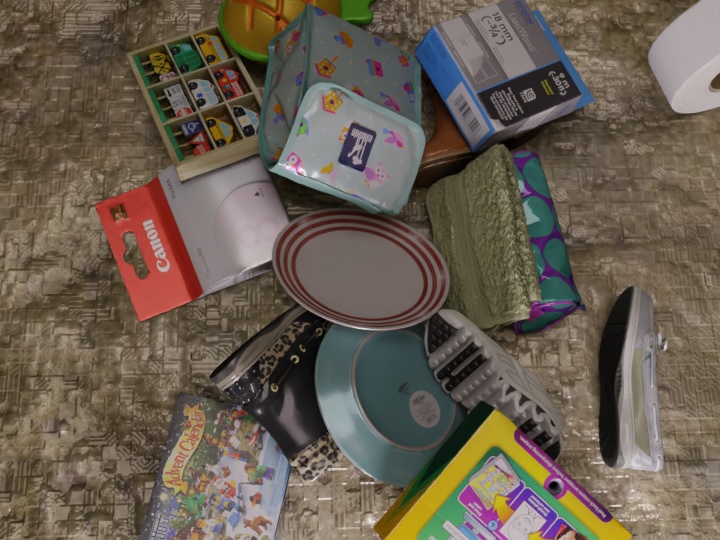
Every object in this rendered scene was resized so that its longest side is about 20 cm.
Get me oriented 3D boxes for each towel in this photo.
[{"bbox_3d":[0.132,-0.027,1.034,0.036,0.148,0.201,5,70,-31],"label":"towel"}]

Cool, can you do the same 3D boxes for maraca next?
[{"bbox_3d":[-0.076,-0.320,1.136,0.200,0.107,0.137,-25,71,-14],"label":"maraca"}]

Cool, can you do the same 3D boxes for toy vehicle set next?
[{"bbox_3d":[-0.189,-0.205,1.105,0.124,0.027,0.200,-22,59,-11],"label":"toy vehicle set"}]

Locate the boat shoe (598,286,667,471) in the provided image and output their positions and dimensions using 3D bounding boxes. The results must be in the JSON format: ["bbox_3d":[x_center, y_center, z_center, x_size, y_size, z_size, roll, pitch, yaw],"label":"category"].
[{"bbox_3d":[0.307,0.119,1.033,0.065,0.074,0.203,8,75,-7],"label":"boat shoe"}]

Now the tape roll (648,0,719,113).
[{"bbox_3d":[0.448,-0.269,1.098,0.202,0.203,0.071,-18,74,-9],"label":"tape roll"}]

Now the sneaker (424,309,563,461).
[{"bbox_3d":[0.147,0.119,1.008,0.200,0.075,0.081,49,35,-2],"label":"sneaker"}]

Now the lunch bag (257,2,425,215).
[{"bbox_3d":[-0.020,-0.170,1.041,0.170,0.122,0.201,19,58,-31],"label":"lunch bag"}]

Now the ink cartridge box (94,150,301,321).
[{"bbox_3d":[-0.189,-0.053,1.073,0.199,0.057,0.163,-21,74,-14],"label":"ink cartridge box"}]

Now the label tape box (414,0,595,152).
[{"bbox_3d":[0.185,-0.241,1.089,0.200,0.063,0.145,-25,81,-25],"label":"label tape box"}]

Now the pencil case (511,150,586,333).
[{"bbox_3d":[0.190,-0.034,1.064,0.085,0.092,0.201,-21,70,23],"label":"pencil case"}]

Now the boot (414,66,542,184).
[{"bbox_3d":[0.107,-0.200,1.120,0.200,0.077,0.156,-26,77,-14],"label":"boot"}]

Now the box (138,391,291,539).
[{"bbox_3d":[-0.150,0.242,0.981,0.136,0.038,0.201,12,71,0],"label":"box"}]

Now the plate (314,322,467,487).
[{"bbox_3d":[0.042,0.128,0.985,0.200,0.026,0.201,18,56,-29],"label":"plate"}]

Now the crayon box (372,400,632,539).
[{"bbox_3d":[0.144,0.264,0.941,0.200,0.058,0.173,43,84,-7],"label":"crayon box"}]

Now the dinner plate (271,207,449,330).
[{"bbox_3d":[0.000,0.000,1.027,0.199,0.024,0.200,8,39,-6],"label":"dinner plate"}]

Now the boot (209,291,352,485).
[{"bbox_3d":[-0.050,0.118,0.991,0.154,0.073,0.203,52,41,0],"label":"boot"}]
